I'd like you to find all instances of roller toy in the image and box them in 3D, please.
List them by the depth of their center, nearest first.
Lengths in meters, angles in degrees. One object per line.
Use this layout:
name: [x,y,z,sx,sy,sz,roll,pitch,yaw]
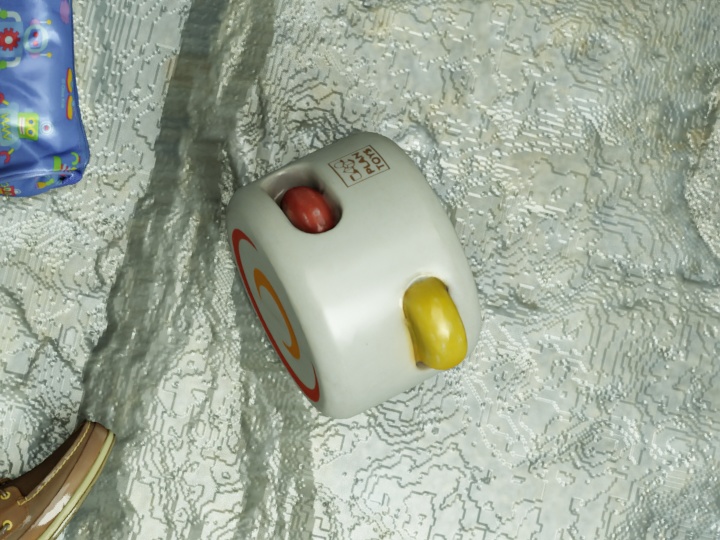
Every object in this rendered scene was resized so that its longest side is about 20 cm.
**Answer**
roller toy: [0.000,0.000,1.460,0.140,0.200,0.183,-26,87,-12]

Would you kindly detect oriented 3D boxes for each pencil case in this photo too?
pencil case: [-0.240,-0.154,1.473,0.087,0.078,0.201,-4,89,11]

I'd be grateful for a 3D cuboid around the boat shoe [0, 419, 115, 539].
boat shoe: [-0.255,0.181,1.460,0.068,0.072,0.200,42,83,-9]
